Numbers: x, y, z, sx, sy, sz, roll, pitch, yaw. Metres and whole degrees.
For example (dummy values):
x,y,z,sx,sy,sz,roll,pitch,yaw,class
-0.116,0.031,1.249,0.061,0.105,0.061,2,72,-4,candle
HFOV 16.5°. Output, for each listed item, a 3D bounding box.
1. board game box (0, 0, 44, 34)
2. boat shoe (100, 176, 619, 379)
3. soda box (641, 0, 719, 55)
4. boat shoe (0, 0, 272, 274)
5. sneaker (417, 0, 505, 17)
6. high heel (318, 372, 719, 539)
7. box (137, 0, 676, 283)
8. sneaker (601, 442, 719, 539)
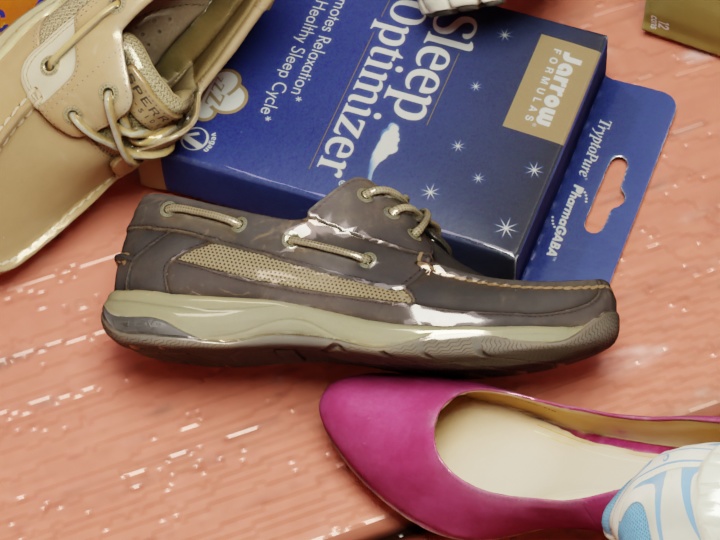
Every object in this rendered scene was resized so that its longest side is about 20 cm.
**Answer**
x,y,z,sx,sy,sz,roll,pitch,yaw,class
-0.143,-0.229,1.025,0.199,0.200,0.200,-29,50,-16,board game box
0.000,0.000,0.947,0.199,0.075,0.074,3,82,4,boat shoe
0.158,-0.170,0.988,0.064,0.200,0.068,20,60,15,soda box
-0.098,-0.076,0.976,0.200,0.071,0.064,-54,44,4,boat shoe
0.080,-0.187,1.045,0.078,0.089,0.200,-5,28,41,sneaker
0.075,0.061,0.895,0.199,0.096,0.067,25,52,21,high heel
0.022,-0.062,1.025,0.199,0.032,0.121,17,58,12,box
0.154,0.142,0.830,0.072,0.072,0.200,-39,101,-32,sneaker
